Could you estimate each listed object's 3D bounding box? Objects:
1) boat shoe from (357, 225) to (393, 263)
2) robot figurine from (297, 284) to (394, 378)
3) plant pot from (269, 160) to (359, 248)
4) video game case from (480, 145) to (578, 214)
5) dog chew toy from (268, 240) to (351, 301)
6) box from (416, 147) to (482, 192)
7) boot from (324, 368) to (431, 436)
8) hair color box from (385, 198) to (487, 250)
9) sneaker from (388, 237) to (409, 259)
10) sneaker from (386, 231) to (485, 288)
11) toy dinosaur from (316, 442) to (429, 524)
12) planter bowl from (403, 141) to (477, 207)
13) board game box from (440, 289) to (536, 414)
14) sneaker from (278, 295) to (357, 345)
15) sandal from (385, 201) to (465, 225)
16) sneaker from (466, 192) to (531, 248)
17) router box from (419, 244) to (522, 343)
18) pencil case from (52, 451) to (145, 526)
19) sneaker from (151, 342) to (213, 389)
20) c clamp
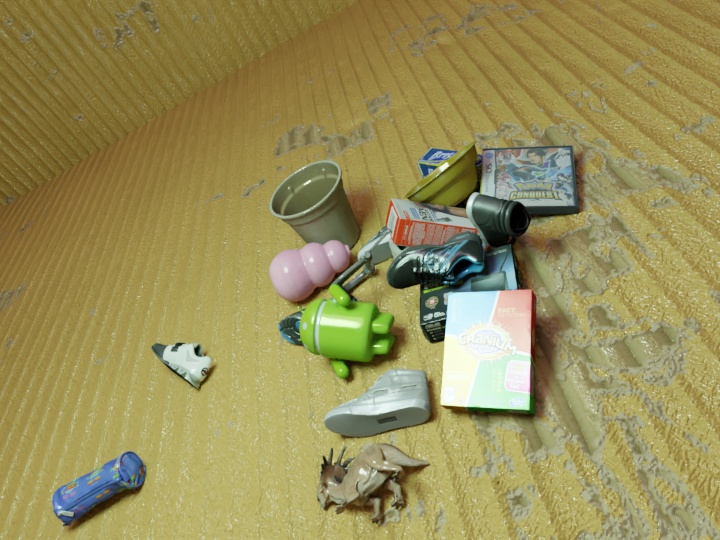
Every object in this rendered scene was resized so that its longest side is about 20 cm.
[{"bbox_3d":[0.078,-0.083,1.295,0.198,0.069,0.057,-30,52,12],"label":"boat shoe"},{"bbox_3d":[-0.033,0.118,1.118,0.197,0.178,0.116,5,19,14],"label":"robot figurine"},{"bbox_3d":[-0.097,-0.139,1.398,0.198,0.184,0.202,-19,41,17],"label":"plant pot"},{"bbox_3d":[0.361,-0.197,1.207,0.197,0.026,0.183,1,55,15],"label":"video game case"},{"bbox_3d":[-0.115,-0.008,1.334,0.198,0.125,0.125,-23,39,0],"label":"dog chew toy"},{"bbox_3d":[0.235,-0.247,1.367,0.199,0.070,0.064,21,59,45],"label":"box"},{"bbox_3d":[0.032,0.237,1.018,0.197,0.074,0.096,-11,37,14],"label":"boot"},{"bbox_3d":[0.161,-0.092,1.166,0.197,0.065,0.111,7,26,-12],"label":"hair color box"},{"bbox_3d":[0.139,-0.038,1.200,0.198,0.092,0.076,7,54,40],"label":"sneaker"},{"bbox_3d":[0.142,-0.008,1.069,0.198,0.073,0.082,-23,39,14],"label":"sneaker"},{"bbox_3d":[0.007,0.332,0.922,0.198,0.086,0.136,-31,31,-5],"label":"toy dinosaur"},{"bbox_3d":[0.198,-0.192,1.242,0.200,0.084,0.200,-39,6,5],"label":"planter bowl"},{"bbox_3d":[0.219,0.136,0.950,0.151,0.040,0.203,-4,66,28],"label":"board game box"},{"bbox_3d":[-0.091,0.109,1.245,0.198,0.074,0.082,-16,15,24],"label":"sneaker"},{"bbox_3d":[0.149,-0.139,1.328,0.198,0.055,0.082,-10,44,27],"label":"sandal"},{"bbox_3d":[0.285,-0.081,1.071,0.098,0.199,0.071,21,83,39],"label":"sneaker"},{"bbox_3d":[0.214,0.045,1.085,0.198,0.062,0.151,-16,40,21],"label":"router box"},{"bbox_3d":[-0.558,0.461,1.181,0.198,0.079,0.087,-30,9,6],"label":"pencil case"},{"bbox_3d":[-0.431,0.211,1.364,0.198,0.074,0.089,21,63,35],"label":"sneaker"},{"bbox_3d":[0.000,0.000,1.214,0.170,0.200,0.027,-41,81,-11],"label":"c clamp"}]
